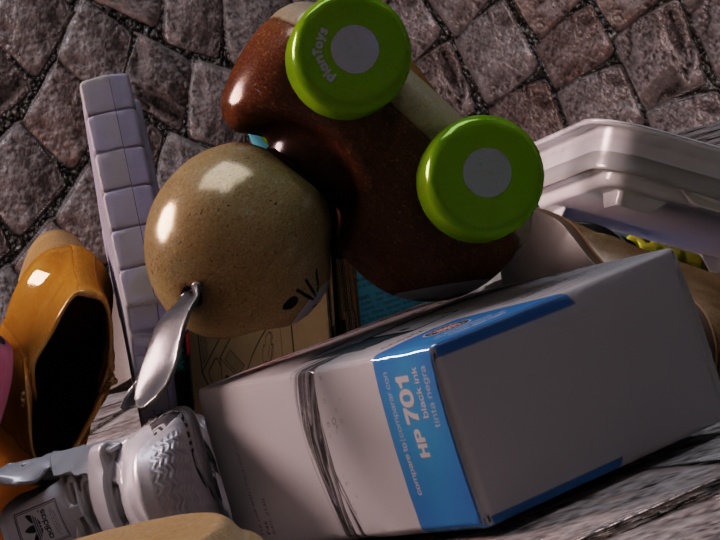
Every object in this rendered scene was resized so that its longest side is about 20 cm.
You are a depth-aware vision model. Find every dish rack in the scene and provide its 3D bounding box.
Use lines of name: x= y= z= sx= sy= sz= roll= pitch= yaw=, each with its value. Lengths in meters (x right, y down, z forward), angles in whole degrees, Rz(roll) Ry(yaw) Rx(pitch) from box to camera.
dish rack: x=0.178 y=-0.034 z=1.526 sx=0.171 sy=0.044 sz=0.200 roll=16 pitch=-7 yaw=-9

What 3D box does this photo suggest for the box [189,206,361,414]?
box: x=-0.051 y=0.038 z=1.465 sx=0.021 sy=0.165 sz=0.200 roll=-4 pitch=-3 yaw=-27

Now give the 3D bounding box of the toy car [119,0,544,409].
toy car: x=-0.034 y=-0.007 z=1.287 sx=0.200 sy=0.158 sz=0.164 roll=-48 pitch=2 yaw=-10

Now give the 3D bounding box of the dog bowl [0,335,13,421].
dog bowl: x=-0.245 y=0.099 z=1.446 sx=0.073 sy=0.201 sz=0.200 roll=25 pitch=-10 yaw=-16

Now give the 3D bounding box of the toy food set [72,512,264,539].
toy food set: x=-0.127 y=0.146 z=1.103 sx=0.199 sy=0.049 sz=0.198 roll=-19 pitch=4 yaw=-22

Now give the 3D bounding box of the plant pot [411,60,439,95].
plant pot: x=0.018 y=-0.024 z=1.781 sx=0.185 sy=0.201 sz=0.186 roll=-18 pitch=5 yaw=1

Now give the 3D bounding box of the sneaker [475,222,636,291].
sneaker: x=0.069 y=0.026 z=1.547 sx=0.199 sy=0.081 sz=0.086 roll=-12 pitch=-2 yaw=23

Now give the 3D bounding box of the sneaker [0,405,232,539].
sneaker: x=-0.121 y=0.116 z=1.353 sx=0.114 sy=0.076 sz=0.200 roll=-19 pitch=-1 yaw=0

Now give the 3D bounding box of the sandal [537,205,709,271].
sandal: x=0.127 y=-0.023 z=1.658 sx=0.199 sy=0.087 sz=0.080 roll=10 pitch=-39 yaw=-9

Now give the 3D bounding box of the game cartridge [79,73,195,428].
game cartridge: x=-0.113 y=-0.001 z=1.454 sx=0.038 sy=0.130 sz=0.200 roll=-15 pitch=-20 yaw=-7

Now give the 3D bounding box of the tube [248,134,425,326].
tube: x=0.000 y=0.000 z=1.482 sx=0.077 sy=0.201 sz=0.050 roll=-17 pitch=4 yaw=-19

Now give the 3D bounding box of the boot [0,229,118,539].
boot: x=-0.174 y=0.084 z=1.497 sx=0.070 sy=0.202 sz=0.144 roll=10 pitch=16 yaw=-13

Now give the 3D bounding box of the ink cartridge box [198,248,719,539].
ink cartridge box: x=0.042 y=0.061 z=1.273 sx=0.146 sy=0.086 sz=0.200 roll=-21 pitch=5 yaw=-34

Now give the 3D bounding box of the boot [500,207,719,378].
boot: x=0.139 y=0.017 z=1.412 sx=0.075 sy=0.074 sz=0.200 roll=-7 pitch=21 yaw=-28

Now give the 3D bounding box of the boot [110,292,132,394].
boot: x=-0.040 y=0.050 z=1.651 sx=0.199 sy=0.065 sz=0.186 roll=21 pitch=-37 yaw=-38
